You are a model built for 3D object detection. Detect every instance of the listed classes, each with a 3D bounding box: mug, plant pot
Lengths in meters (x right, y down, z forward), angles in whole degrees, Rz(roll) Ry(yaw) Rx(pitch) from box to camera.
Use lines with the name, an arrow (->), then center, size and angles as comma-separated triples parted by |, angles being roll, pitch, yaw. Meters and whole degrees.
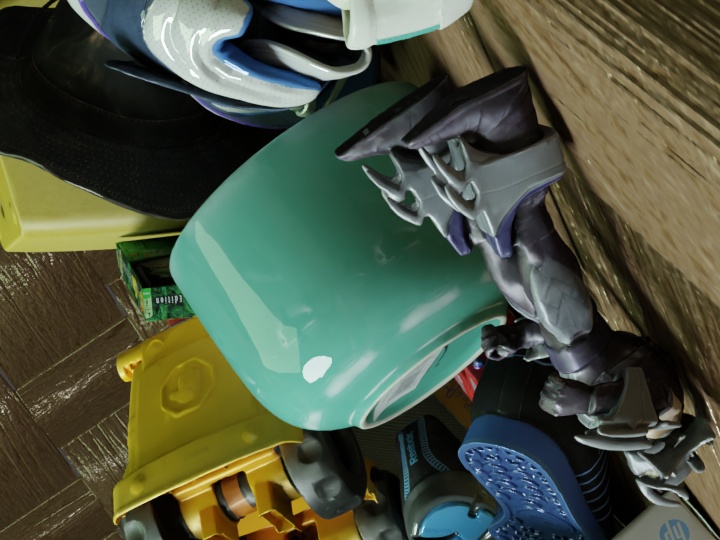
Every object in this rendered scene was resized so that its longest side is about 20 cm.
mug -> 0.008, 0.004, 0.903 | 0.115, 0.152, 0.185 | 53, -164, 15
plant pot -> -0.160, -0.105, 1.206 | 0.200, 0.175, 0.202 | 167, 85, -74

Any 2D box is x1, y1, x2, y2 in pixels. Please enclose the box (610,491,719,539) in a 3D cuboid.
box -> 0.094, 0.205, 0.948 | 0.041, 0.200, 0.156 | 47, 171, 22

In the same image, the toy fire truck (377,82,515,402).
toy fire truck -> 0.040, -0.008, 1.029 | 0.201, 0.049, 0.141 | 54, 174, 33

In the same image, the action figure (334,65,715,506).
action figure -> 0.077, 0.016, 0.749 | 0.201, 0.069, 0.130 | 56, 170, -16

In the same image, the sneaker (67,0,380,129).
sneaker -> -0.030, -0.097, 0.860 | 0.199, 0.081, 0.146 | 21, -174, -45

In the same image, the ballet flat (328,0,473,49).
ballet flat -> -0.032, -0.167, 0.677 | 0.201, 0.069, 0.069 | 57, 175, 4

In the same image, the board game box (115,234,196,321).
board game box -> -0.084, -0.001, 1.100 | 0.200, 0.104, 0.024 | -143, 45, -77

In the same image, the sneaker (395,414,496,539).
sneaker -> 0.083, 0.158, 1.142 | 0.200, 0.073, 0.082 | 53, -167, -46

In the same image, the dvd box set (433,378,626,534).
dvd box set -> 0.113, 0.129, 1.130 | 0.146, 0.029, 0.200 | 47, 179, -24

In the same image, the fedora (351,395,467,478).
fedora -> 0.038, 0.129, 1.271 | 0.091, 0.198, 0.178 | 105, 178, -56

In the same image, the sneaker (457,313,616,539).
sneaker -> 0.099, 0.091, 0.938 | 0.069, 0.078, 0.200 | 14, 158, 19

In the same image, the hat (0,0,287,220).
hat -> -0.116, -0.115, 0.980 | 0.201, 0.199, 0.081 | 53, 131, 39

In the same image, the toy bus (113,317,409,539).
toy bus -> -0.060, 0.100, 1.141 | 0.200, 0.135, 0.193 | 47, -158, -47
